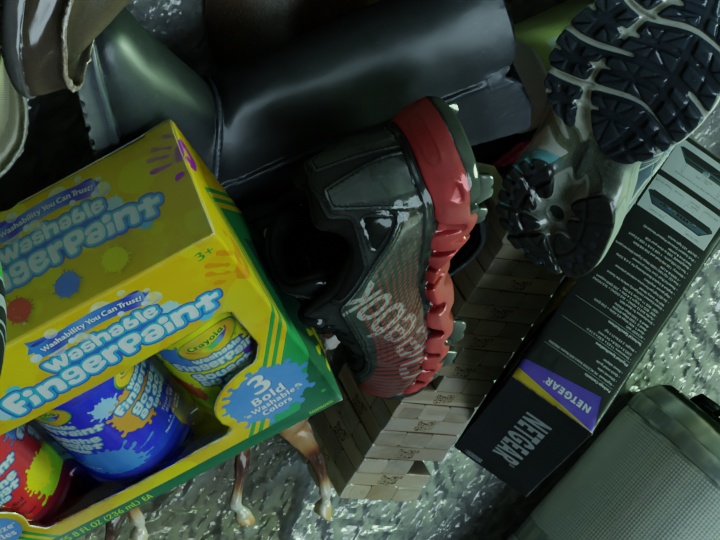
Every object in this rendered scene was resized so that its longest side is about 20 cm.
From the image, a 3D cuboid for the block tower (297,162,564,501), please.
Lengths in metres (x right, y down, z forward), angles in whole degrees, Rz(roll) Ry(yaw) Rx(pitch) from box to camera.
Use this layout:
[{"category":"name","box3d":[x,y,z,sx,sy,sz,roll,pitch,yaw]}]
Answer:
[{"category":"block tower","box3d":[0.040,0.039,1.521,0.058,0.054,0.200,5,129,-37]}]

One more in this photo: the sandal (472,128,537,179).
[{"category":"sandal","box3d":[0.084,-0.047,1.527,0.199,0.045,0.075,-33,139,-19]}]

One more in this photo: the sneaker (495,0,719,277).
[{"category":"sneaker","box3d":[0.127,-0.088,1.375,0.086,0.077,0.200,-52,177,-41]}]

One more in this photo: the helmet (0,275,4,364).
[{"category":"helmet","box3d":[-0.231,0.019,1.145,0.200,0.200,0.191,-48,174,0]}]

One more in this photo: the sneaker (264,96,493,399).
[{"category":"sneaker","box3d":[0.000,0.000,1.341,0.097,0.071,0.201,-17,150,-15]}]

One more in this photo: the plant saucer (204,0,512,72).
[{"category":"plant saucer","box3d":[0.017,-0.148,1.383,0.200,0.037,0.201,-25,137,-26]}]

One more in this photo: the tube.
[{"category":"tube","box3d":[0.130,-0.119,1.489,0.200,0.052,0.058,-27,166,-47]}]

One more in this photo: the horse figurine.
[{"category":"horse figurine","box3d":[-0.083,0.082,1.468,0.199,0.050,0.133,-13,119,-29]}]

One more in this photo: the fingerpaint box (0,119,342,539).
[{"category":"fingerpaint box","box3d":[-0.131,0.043,1.318,0.199,0.074,0.167,-27,145,5]}]

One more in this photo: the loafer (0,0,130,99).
[{"category":"loafer","box3d":[-0.089,-0.159,1.193,0.073,0.071,0.201,-10,123,-84]}]

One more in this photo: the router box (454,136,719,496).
[{"category":"router box","box3d":[0.125,0.027,1.520,0.158,0.052,0.200,-55,178,-15]}]

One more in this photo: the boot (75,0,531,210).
[{"category":"boot","box3d":[-0.028,-0.094,1.306,0.199,0.066,0.165,-16,147,-2]}]

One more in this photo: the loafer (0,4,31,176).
[{"category":"loafer","box3d":[-0.183,-0.097,1.203,0.076,0.068,0.200,-36,141,-15]}]

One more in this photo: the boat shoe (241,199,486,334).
[{"category":"boat shoe","box3d":[-0.034,-0.003,1.427,0.200,0.063,0.074,-22,134,-16]}]

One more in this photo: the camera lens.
[{"category":"camera lens","box3d":[0.175,0.181,1.722,0.200,0.160,0.160,-48,143,0]}]
